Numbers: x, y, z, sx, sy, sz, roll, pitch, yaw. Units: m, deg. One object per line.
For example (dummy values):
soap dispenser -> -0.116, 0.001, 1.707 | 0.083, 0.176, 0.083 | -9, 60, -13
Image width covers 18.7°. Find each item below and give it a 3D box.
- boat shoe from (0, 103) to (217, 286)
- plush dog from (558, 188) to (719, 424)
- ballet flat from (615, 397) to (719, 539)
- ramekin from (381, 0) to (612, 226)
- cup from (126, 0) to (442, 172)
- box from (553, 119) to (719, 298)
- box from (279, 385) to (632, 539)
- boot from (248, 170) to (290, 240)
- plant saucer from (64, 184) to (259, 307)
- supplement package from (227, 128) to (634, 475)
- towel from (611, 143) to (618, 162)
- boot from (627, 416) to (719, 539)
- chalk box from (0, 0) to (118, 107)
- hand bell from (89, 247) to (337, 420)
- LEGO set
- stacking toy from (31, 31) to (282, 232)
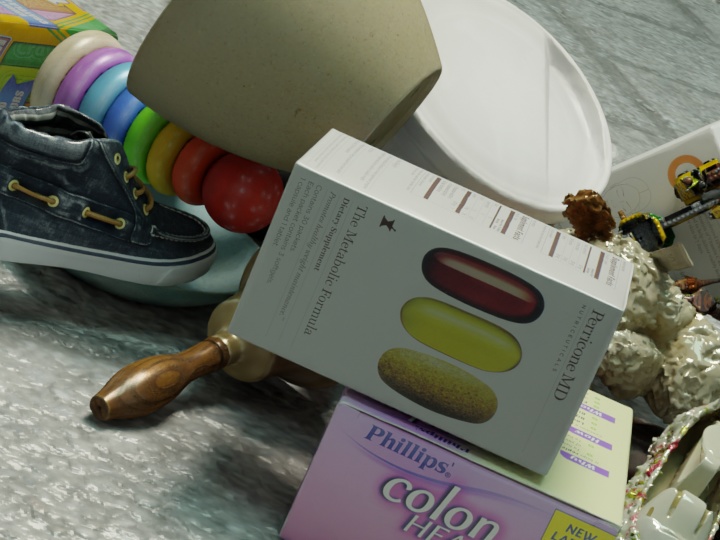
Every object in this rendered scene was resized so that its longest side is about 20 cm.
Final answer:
boat shoe -> -0.160, -0.048, 1.396 | 0.200, 0.091, 0.071 | 6, 26, -44
plush dog -> 0.129, 0.054, 1.479 | 0.200, 0.172, 0.161 | 23, -29, 35
ballet flat -> 0.198, 0.146, 1.369 | 0.076, 0.064, 0.200 | 34, 41, -3
ramekin -> 0.076, -0.101, 1.566 | 0.202, 0.094, 0.202 | 23, 45, -25
cup -> -0.032, -0.142, 1.417 | 0.143, 0.200, 0.200 | 42, 21, 6
box -> 0.215, -0.022, 1.683 | 0.124, 0.200, 0.097 | 66, 23, -1
box -> 0.064, 0.121, 1.326 | 0.176, 0.097, 0.200 | 24, 18, 1
boot -> -0.014, -0.016, 1.633 | 0.211, 0.079, 0.158 | 2, 44, 10
plant saucer -> -0.162, -0.020, 1.521 | 0.201, 0.039, 0.201 | 21, 20, -8
supplement package -> 0.044, 0.015, 1.260 | 0.200, 0.114, 0.110 | 24, 17, 4
towel -> 0.099, -0.070, 1.764 | 0.147, 0.024, 0.200 | 0, -15, -28
boot -> 0.217, 0.158, 1.469 | 0.200, 0.064, 0.186 | 30, 15, 19
chalk box -> -0.300, -0.149, 1.571 | 0.124, 0.125, 0.200 | 36, 23, 33
hand bell -> -0.097, 0.056, 1.366 | 0.104, 0.104, 0.200 | 33, 34, 25
LEGO set -> 0.258, 0.018, 1.546 | 0.116, 0.154, 0.200 | -3, 77, -70
stacking toy -> -0.133, -0.088, 1.518 | 0.200, 0.085, 0.085 | 33, 20, 26
